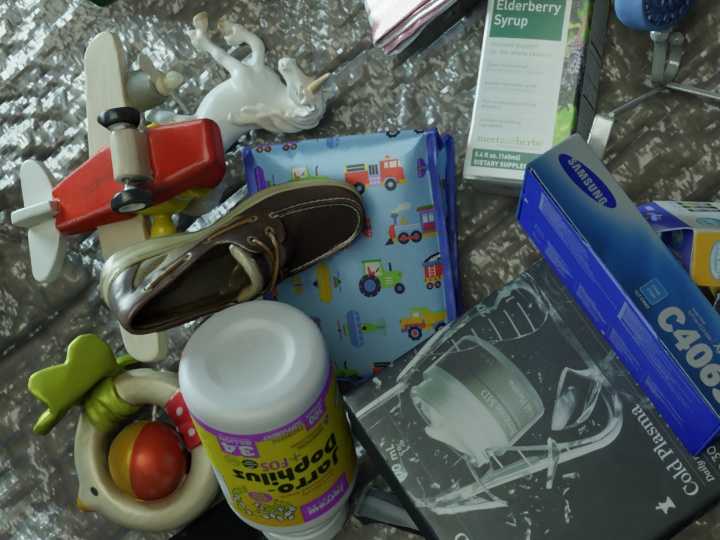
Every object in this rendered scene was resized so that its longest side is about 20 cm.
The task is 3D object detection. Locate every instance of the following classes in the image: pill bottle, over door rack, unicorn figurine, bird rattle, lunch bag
[{"bbox_3d":[-0.059,0.120,1.028,0.103,0.201,0.105,-6,50,7],"label":"pill bottle"},{"bbox_3d":[0.255,-0.112,0.969,0.147,0.200,0.067,18,121,20],"label":"over door rack"},{"bbox_3d":[-0.107,-0.141,1.165,0.200,0.074,0.138,-43,72,26],"label":"unicorn figurine"},{"bbox_3d":[-0.159,0.126,1.146,0.198,0.113,0.164,6,96,6],"label":"bird rattle"},{"bbox_3d":[0.000,0.000,1.099,0.149,0.094,0.202,-4,90,13],"label":"lunch bag"}]

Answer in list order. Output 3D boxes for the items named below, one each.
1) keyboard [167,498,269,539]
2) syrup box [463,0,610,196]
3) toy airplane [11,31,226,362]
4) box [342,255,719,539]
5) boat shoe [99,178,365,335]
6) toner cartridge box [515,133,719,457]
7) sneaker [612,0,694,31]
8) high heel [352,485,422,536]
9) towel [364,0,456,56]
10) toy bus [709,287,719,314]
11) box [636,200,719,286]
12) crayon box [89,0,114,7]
[{"bbox_3d":[-0.117,0.250,1.136,0.200,0.040,0.104,-37,50,12],"label":"keyboard"},{"bbox_3d":[0.136,-0.157,1.072,0.078,0.081,0.202,7,86,19],"label":"syrup box"},{"bbox_3d":[-0.174,-0.058,1.104,0.199,0.140,0.201,40,120,41],"label":"toy airplane"},{"bbox_3d":[0.123,0.124,0.990,0.196,0.124,0.201,-34,73,-6],"label":"box"},{"bbox_3d":[-0.081,-0.004,1.008,0.199,0.073,0.072,-18,32,-15],"label":"boat shoe"},{"bbox_3d":[0.175,0.017,0.909,0.043,0.095,0.201,-32,73,-10],"label":"toner cartridge box"},{"bbox_3d":[0.208,-0.238,1.030,0.077,0.070,0.200,8,44,30],"label":"sneaker"},{"bbox_3d":[0.038,0.269,1.050,0.142,0.071,0.201,13,78,26],"label":"high heel"},{"bbox_3d":[0.049,-0.284,1.103,0.146,0.030,0.201,-31,59,41],"label":"towel"},{"bbox_3d":[0.317,0.075,0.988,0.078,0.065,0.201,-31,74,12],"label":"toy bus"},{"bbox_3d":[0.276,-0.017,0.933,0.198,0.119,0.042,0,101,-1],"label":"box"},{"bbox_3d":[-0.169,-0.329,1.214,0.199,0.052,0.126,-25,76,13],"label":"crayon box"}]
